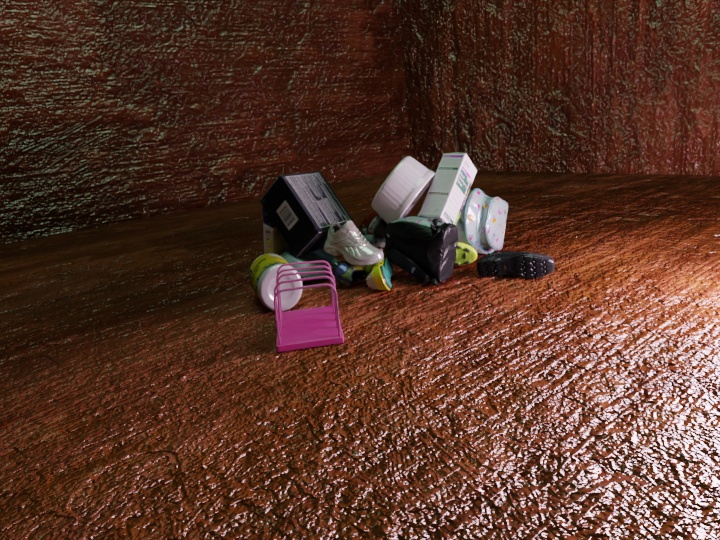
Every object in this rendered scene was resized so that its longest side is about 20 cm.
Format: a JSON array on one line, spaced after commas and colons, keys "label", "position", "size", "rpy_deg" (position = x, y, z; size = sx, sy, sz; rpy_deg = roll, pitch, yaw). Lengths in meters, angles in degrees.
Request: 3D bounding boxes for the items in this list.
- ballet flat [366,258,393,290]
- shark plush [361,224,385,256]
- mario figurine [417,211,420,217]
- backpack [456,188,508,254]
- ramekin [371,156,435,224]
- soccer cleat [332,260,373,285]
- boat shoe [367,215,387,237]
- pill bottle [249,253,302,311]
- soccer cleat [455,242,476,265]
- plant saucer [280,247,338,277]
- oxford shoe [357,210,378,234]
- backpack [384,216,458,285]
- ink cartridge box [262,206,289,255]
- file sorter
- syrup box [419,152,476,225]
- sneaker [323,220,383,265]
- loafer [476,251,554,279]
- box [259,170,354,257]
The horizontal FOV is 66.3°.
[{"label": "ballet flat", "position": [0.048, 0.017, 1.429], "size": [0.065, 0.068, 0.200], "rpy_deg": [-24, 9, 11]}, {"label": "shark plush", "position": [0.016, -0.105, 1.728], "size": [0.088, 0.086, 0.201], "rpy_deg": [-8, 34, -24]}, {"label": "mario figurine", "position": [0.193, -0.158, 1.631], "size": [0.197, 0.109, 0.123], "rpy_deg": [-26, 45, -32]}, {"label": "backpack", "position": [0.333, -0.145, 1.597], "size": [0.196, 0.182, 0.151], "rpy_deg": [14, -4, -42]}, {"label": "ramekin", "position": [0.118, -0.224, 1.566], "size": [0.097, 0.202, 0.200], "rpy_deg": [38, 23, 3]}, {"label": "soccer cleat", "position": [0.000, 0.001, 1.518], "size": [0.083, 0.066, 0.198], "rpy_deg": [34, 29, 22]}, {"label": "boat shoe", "position": [0.075, -0.138, 1.677], "size": [0.056, 0.070, 0.200], "rpy_deg": [33, 22, 7]}, {"label": "pill bottle", "position": [-0.220, 0.022, 1.385], "size": [0.109, 0.117, 0.199], "rpy_deg": [-10, 16, -19]}, {"label": "soccer cleat", "position": [0.237, -0.056, 1.561], "size": [0.194, 0.067, 0.083], "rpy_deg": [1, 20, 28]}, {"label": "plant saucer", "position": [-0.144, -0.031, 1.597], "size": [0.193, 0.037, 0.201], "rpy_deg": [10, 20, -3]}, {"label": "oxford shoe", "position": [0.030, -0.138, 1.815], "size": [0.198, 0.072, 0.072], "rpy_deg": [-37, -8, 8]}, {"label": "backpack", "position": [0.159, -0.065, 1.460], "size": [0.196, 0.173, 0.124], "rpy_deg": [19, 16, 40]}, {"label": "ink cartridge box", "position": [-0.231, -0.107, 1.677], "size": [0.046, 0.207, 0.197], "rpy_deg": [11, 20, 20]}, {"label": "file sorter", "position": [-0.115, 0.065, 1.167], "size": [0.134, 0.130, 0.200], "rpy_deg": [-6, 15, -6]}, {"label": "syrup box", "position": [0.243, -0.217, 1.518], "size": [0.080, 0.205, 0.078], "rpy_deg": [11, -20, 43]}, {"label": "sneaker", "position": [-0.021, -0.077, 1.465], "size": [0.196, 0.103, 0.077], "rpy_deg": [19, 25, 33]}, {"label": "loafer", "position": [0.394, -0.020, 1.402], "size": [0.195, 0.070, 0.070], "rpy_deg": [-1, 24, 29]}, {"label": "box", "position": [-0.152, -0.169, 1.606], "size": [0.123, 0.203, 0.197], "rpy_deg": [-40, -10, 32]}]
